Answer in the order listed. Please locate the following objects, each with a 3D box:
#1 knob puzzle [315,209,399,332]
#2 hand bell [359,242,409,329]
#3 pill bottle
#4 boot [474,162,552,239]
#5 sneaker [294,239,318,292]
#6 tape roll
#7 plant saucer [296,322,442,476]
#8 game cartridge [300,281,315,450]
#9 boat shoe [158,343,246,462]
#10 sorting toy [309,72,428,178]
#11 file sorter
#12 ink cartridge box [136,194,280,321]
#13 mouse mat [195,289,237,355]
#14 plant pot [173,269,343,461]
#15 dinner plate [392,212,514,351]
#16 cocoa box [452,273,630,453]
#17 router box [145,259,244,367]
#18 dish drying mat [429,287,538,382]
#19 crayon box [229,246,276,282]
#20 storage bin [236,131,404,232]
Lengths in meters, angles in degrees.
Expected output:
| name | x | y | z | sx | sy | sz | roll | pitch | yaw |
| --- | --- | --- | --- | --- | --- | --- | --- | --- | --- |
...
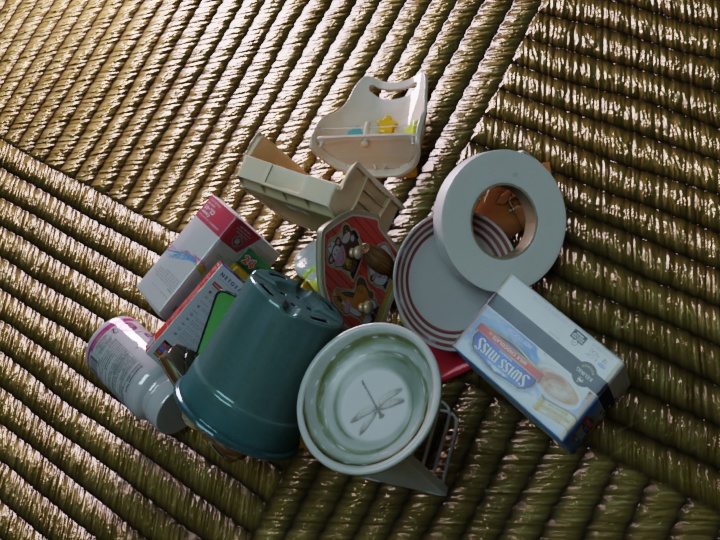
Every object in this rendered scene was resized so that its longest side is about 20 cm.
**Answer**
| name | x | y | z | sx | sy | sz | roll | pitch | yaw |
| --- | --- | --- | --- | --- | --- | --- | --- | --- | --- |
| knob puzzle | 0.000 | 0.000 | 1.484 | 0.030 | 0.219 | 0.224 | -1 | 67 | 38 |
| hand bell | 0.056 | 0.008 | 1.463 | 0.102 | 0.200 | 0.106 | -15 | 58 | 26 |
| pill bottle | -0.354 | 0.173 | 1.644 | 0.199 | 0.113 | 0.114 | 36 | 86 | 32 |
| boot | 0.225 | -0.068 | 1.508 | 0.152 | 0.077 | 0.204 | -6 | 68 | 11 |
| sneaker | -0.045 | 0.026 | 1.590 | 0.075 | 0.106 | 0.200 | -33 | 27 | -1 |
| tape roll | 0.200 | -0.071 | 1.431 | 0.205 | 0.201 | 0.037 | -59 | 15 | -8 |
| plant saucer | 0.016 | 0.168 | 1.276 | 0.196 | 0.050 | 0.204 | -11 | 59 | 18 |
| game cartridge | -0.088 | 0.149 | 1.514 | 0.175 | 0.032 | 0.201 | -39 | 91 | 5 |
| boat shoe | -0.234 | 0.205 | 1.484 | 0.073 | 0.076 | 0.201 | -37 | 94 | 24 |
| sorting toy | 0.039 | -0.253 | 1.658 | 0.196 | 0.107 | 0.183 | 2 | 62 | 26 |
| file sorter | 0.043 | 0.216 | 1.390 | 0.136 | 0.200 | 0.127 | 7 | 67 | 27 |
| ink cartridge box | -0.249 | 0.000 | 1.649 | 0.201 | 0.148 | 0.085 | -48 | 55 | -2 |
| mouse mat | -0.174 | 0.146 | 1.498 | 0.158 | 0.008 | 0.203 | 24 | 108 | 6 |
| plant pot | -0.129 | 0.121 | 1.382 | 0.199 | 0.199 | 0.199 | 37 | 105 | 33 |
| dinner plate | 0.137 | 0.014 | 1.445 | 0.202 | 0.199 | 0.024 | -58 | 16 | -8 |
| cocoa box | 0.245 | 0.128 | 1.355 | 0.199 | 0.133 | 0.132 | 40 | 88 | 25 |
| router box | -0.203 | 0.120 | 1.559 | 0.180 | 0.200 | 0.049 | -47 | 14 | -2 |
| dish drying mat | 0.183 | 0.098 | 1.478 | 0.197 | 0.018 | 0.078 | -27 | 60 | 13 |
| crayon box | -0.199 | 0.080 | 1.605 | 0.201 | 0.127 | 0.051 | -50 | 14 | -2 |
| storage bin | -0.065 | -0.123 | 1.586 | 0.197 | 0.198 | 0.095 | 21 | 81 | 31 |
